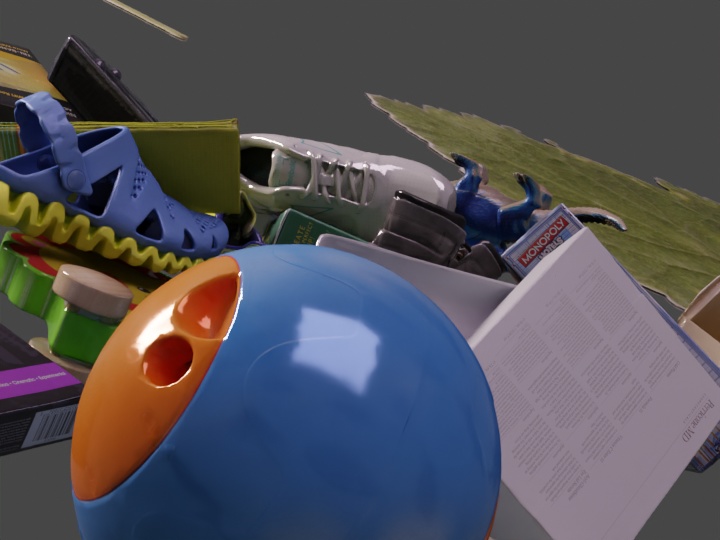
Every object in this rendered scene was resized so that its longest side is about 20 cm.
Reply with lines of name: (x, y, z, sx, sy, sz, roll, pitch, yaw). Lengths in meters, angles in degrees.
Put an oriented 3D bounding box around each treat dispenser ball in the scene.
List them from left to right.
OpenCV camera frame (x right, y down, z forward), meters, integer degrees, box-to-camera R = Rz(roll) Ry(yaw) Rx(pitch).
treat dispenser ball: (-0.034, 0.088, 0.794, 0.200, 0.202, 0.201, 23, 17, -7)

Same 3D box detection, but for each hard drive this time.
hard drive: (-0.189, -0.122, 1.348, 0.135, 0.042, 0.200, 48, 0, -6)

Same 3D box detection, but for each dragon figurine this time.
dragon figurine: (0.100, -0.027, 1.307, 0.199, 0.100, 0.059, 19, 1, 13)

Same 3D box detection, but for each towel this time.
towel: (-0.180, -0.069, 1.149, 0.199, 0.086, 0.018, -1, 51, -4)

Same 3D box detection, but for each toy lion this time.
toy lion: (-0.135, 0.031, 1.081, 0.199, 0.069, 0.192, 21, 10, -15)

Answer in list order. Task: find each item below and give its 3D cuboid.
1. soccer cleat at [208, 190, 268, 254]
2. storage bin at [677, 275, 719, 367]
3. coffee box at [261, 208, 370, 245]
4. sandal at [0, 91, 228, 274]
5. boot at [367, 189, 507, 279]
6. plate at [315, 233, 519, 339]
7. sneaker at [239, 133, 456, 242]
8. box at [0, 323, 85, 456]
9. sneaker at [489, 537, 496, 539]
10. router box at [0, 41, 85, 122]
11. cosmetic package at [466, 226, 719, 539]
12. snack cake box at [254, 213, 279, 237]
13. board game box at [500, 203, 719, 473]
soccer cleat: (-0.103, -0.028, 1.243, 0.064, 0.084, 0.200, 16, 19, -28)
storage bin: (0.349, 0.119, 1.320, 0.200, 0.094, 0.198, 42, 2, 42)
coffee box: (0.019, 0.015, 1.290, 0.199, 0.044, 0.123, 23, -7, -9)
sandal: (-0.163, -0.053, 1.101, 0.199, 0.087, 0.079, 19, 1, -41)
boot: (0.000, 0.000, 1.161, 0.200, 0.132, 0.070, 29, -1, -39)
plate: (0.052, 0.091, 1.050, 0.199, 0.032, 0.201, 15, 58, -31)
sneaker: (-0.028, -0.061, 1.276, 0.199, 0.071, 0.080, 10, -5, 18)
box: (-0.261, 0.036, 0.921, 0.200, 0.036, 0.143, 34, 18, 22)
sneaker: (0.089, 0.190, 0.926, 0.199, 0.071, 0.093, 25, -1, 8)
router box: (-0.329, -0.144, 1.324, 0.199, 0.052, 0.157, 12, 22, -37)
cosmetic package: (0.128, 0.087, 1.052, 0.151, 0.052, 0.200, 49, 48, 0)
snack cake box: (-0.004, -0.028, 1.410, 0.199, 0.067, 0.115, 23, 18, -6)
board game box: (0.186, 0.050, 1.237, 0.200, 0.062, 0.200, 50, -2, 5)
